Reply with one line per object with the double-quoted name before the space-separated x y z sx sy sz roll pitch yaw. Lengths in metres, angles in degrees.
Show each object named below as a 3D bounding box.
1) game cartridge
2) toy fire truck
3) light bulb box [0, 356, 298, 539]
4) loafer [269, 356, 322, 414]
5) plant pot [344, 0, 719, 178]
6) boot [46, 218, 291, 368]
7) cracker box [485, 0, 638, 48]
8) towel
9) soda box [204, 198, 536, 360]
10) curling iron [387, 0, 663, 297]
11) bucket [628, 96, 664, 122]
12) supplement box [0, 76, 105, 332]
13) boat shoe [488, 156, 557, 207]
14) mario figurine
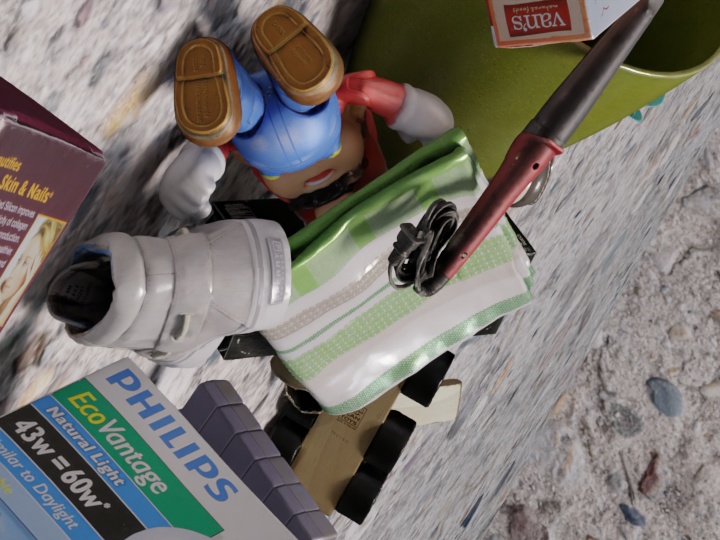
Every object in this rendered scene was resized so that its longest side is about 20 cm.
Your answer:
"game cartridge" -0.106 0.177 1.360 0.038 0.130 0.201 -11 144 -52
"toy fire truck" 0.025 0.089 1.778 0.177 0.128 0.200 -62 179 22
"light bulb box" -0.131 0.175 1.027 0.199 0.198 0.125 -26 151 -43
"loafer" -0.021 0.056 1.563 0.070 0.075 0.200 -58 169 -17
"plant pot" 0.078 -0.135 1.274 0.200 0.187 0.187 -42 -178 44
"boot" -0.110 0.009 1.108 0.200 0.095 0.074 155 -67 -66
"cracker box" 0.095 -0.223 1.083 0.134 0.057 0.202 -40 122 -55
"towel" 0.018 0.009 1.217 0.149 0.031 0.200 -35 155 0
"soda box" 0.000 0.000 1.302 0.199 0.064 0.071 -4 134 -35
"curling iron" 0.086 -0.063 1.134 0.200 0.026 0.050 -47 155 -1
"bucket" 0.189 -0.222 1.542 0.208 0.134 0.207 -52 168 -17
"supplement box" -0.184 0.017 0.750 0.201 0.085 0.110 -57 168 3
"boat shoe" 0.102 -0.098 1.460 0.067 0.057 0.200 -61 -156 22
"mario figurine" -0.025 -0.060 1.133 0.200 0.122 0.107 41 64 -74
